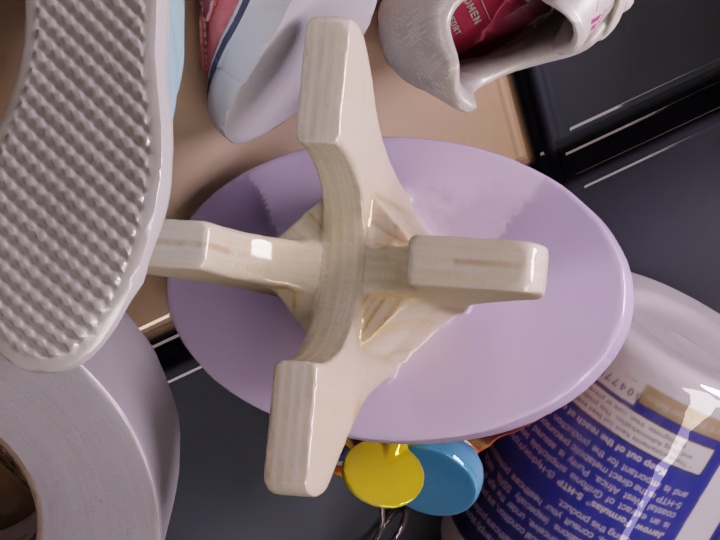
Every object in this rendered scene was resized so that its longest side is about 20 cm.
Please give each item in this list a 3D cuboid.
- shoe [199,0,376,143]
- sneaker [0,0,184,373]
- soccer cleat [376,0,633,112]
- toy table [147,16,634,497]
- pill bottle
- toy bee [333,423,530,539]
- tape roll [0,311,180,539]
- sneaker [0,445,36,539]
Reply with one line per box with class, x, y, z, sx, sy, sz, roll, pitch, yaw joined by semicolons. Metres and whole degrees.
shoe;-0.041;-0.140;1.021;0.071;0.091;0.200;-30;160;-30
sneaker;-0.098;-0.055;0.991;0.073;0.082;0.201;8;79;10
soccer cleat;0.101;-0.132;1.077;0.199;0.086;0.070;-34;128;-2
toy table;0.000;0.000;1.038;0.199;0.185;0.117;-9;170;17
pill bottle;0.107;0.112;1.210;0.119;0.120;0.201;17;111;-32
toy bee;0.010;0.065;1.146;0.108;0.131;0.200;32;116;-11
tape roll;-0.174;0.082;1.044;0.199;0.066;0.201;2;116;3
sneaker;-0.133;0.161;1.160;0.090;0.067;0.200;-43;129;1
